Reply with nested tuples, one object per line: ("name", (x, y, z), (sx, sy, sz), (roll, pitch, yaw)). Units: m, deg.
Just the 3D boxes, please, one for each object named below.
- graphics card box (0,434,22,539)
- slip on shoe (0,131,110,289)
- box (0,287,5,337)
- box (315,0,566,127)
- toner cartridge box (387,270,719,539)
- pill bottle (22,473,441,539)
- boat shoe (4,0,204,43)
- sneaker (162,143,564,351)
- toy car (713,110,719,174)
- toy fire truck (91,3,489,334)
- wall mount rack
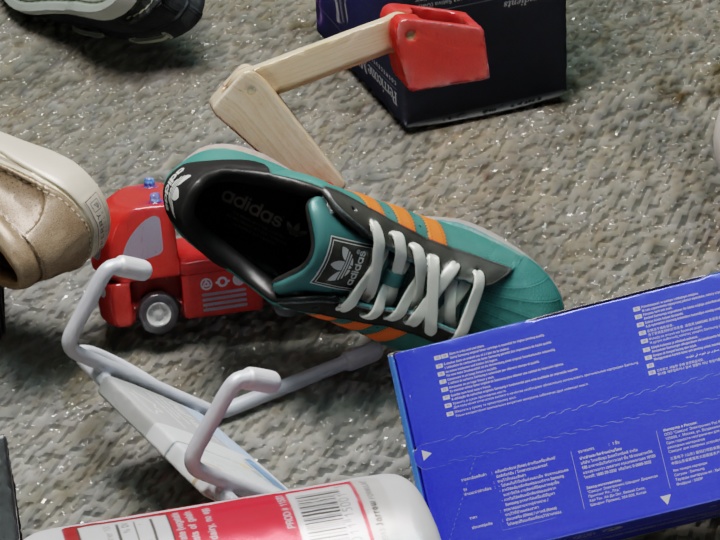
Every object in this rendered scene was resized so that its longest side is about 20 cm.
("graphics card box", (-0.234, 0.113, 1.081), (0.199, 0.126, 0.051), (-8, 73, -9))
("slip on shoe", (-0.215, -0.041, 1.316), (0.200, 0.076, 0.061), (24, 49, 25))
("box", (-0.289, -0.022, 1.394), (0.199, 0.050, 0.199), (-6, 31, -9))
("box", (0.042, -0.204, 1.536), (0.104, 0.201, 0.148), (-13, 30, -18))
("toner cartridge box", (0.119, 0.059, 1.132), (0.199, 0.043, 0.095), (-14, 73, 6))
("pill bottle", (-0.069, 0.145, 1.018), (0.199, 0.113, 0.112), (-8, 30, -10))
("boat shoe", (-0.160, -0.174, 1.641), (0.060, 0.076, 0.200), (26, 3, -32))
("sneaker", (0.000, 0.000, 1.261), (0.199, 0.072, 0.080), (20, 9, -1))
("toy car", (0.261, -0.126, 1.378), (0.175, 0.150, 0.200), (-23, 9, 32))
("toy fire truck", (-0.036, -0.051, 1.326), (0.199, 0.142, 0.049), (-7, 17, -8))
("wall mount rack", (-0.034, 0.064, 1.208), (0.173, 0.075, 0.200), (24, 9, -42))
